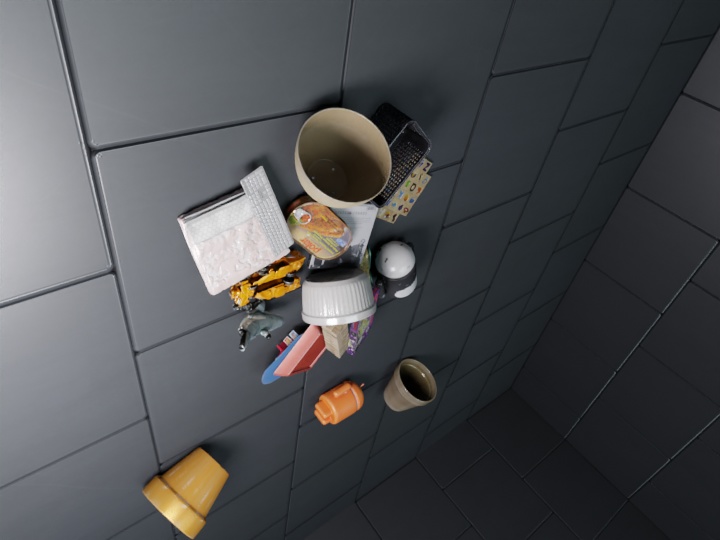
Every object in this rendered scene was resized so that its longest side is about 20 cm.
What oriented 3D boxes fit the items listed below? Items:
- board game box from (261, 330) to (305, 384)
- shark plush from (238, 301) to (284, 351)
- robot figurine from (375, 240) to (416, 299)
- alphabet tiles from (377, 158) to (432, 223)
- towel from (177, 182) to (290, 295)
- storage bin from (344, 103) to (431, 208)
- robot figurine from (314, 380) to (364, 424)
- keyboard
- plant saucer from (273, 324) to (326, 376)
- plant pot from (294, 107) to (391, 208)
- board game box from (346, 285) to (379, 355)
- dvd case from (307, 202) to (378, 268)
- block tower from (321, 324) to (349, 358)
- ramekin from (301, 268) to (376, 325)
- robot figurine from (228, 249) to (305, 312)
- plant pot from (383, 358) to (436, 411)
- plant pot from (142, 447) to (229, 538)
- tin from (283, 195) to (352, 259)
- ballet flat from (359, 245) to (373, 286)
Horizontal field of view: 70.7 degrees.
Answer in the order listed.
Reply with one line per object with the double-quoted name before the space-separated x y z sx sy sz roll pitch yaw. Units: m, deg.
"board game box" -0.221 0.242 1.475 0.200 0.039 0.158 -46 163 -9
"shark plush" -0.243 0.134 1.228 0.091 0.083 0.200 -58 -179 7
"robot figurine" 0.105 0.001 1.519 0.123 0.152 0.201 -6 145 5
"alphabet tiles" 0.117 -0.222 1.391 0.166 0.006 0.201 10 118 -54
"towel" -0.255 -0.068 1.062 0.199 0.032 0.192 -31 131 -23
"storage bin" 0.054 -0.265 1.188 0.201 0.094 0.135 -51 148 7
"robot figurine" -0.071 0.479 1.849 0.199 0.116 0.145 -24 102 -31
"keyboard" -0.191 -0.118 1.058 0.056 0.011 0.201 -37 135 -21
"plant saucer" -0.147 0.235 1.514 0.201 0.037 0.199 -53 163 9
"plant pot" -0.051 -0.214 1.061 0.199 0.202 0.134 -29 179 -24
"board game box" 0.006 0.150 1.497 0.201 0.032 0.120 98 18 -49
"dvd case" -0.045 -0.090 1.288 0.149 0.025 0.201 -1 128 -26
"block tower" -0.070 0.187 1.460 0.058 0.054 0.201 -51 160 -22
"ramekin" -0.060 0.062 1.326 0.199 0.199 0.106 -16 104 -39
"robot figurine" -0.227 0.022 1.210 0.199 0.058 0.146 -20 139 -37
"plant pot" 0.192 0.501 2.137 0.199 0.201 0.174 -7 148 -45
"plant pot" -0.489 0.628 1.472 0.183 0.199 0.201 -47 152 -27
"tin" -0.101 -0.099 1.205 0.112 0.042 0.200 -42 137 6
"ballet flat" 0.000 0.000 1.456 0.070 0.071 0.201 -33 147 -19
